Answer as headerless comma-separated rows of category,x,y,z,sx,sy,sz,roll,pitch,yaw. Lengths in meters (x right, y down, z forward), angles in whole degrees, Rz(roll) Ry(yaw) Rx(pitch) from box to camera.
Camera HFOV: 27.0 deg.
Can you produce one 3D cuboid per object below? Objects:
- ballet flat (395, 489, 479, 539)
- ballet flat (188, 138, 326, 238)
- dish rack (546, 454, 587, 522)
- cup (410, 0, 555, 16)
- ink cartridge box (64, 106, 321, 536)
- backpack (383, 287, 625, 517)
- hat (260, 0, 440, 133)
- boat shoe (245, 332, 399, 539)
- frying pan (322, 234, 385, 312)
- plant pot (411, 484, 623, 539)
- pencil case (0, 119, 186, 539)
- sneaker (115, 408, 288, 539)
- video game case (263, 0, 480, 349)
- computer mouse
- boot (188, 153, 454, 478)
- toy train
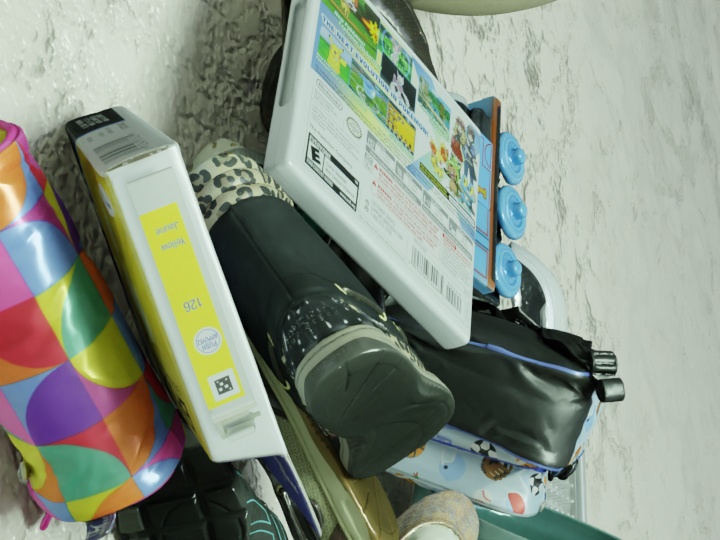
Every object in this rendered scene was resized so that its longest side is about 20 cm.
ballet flat,0.023,0.210,0.942,0.200,0.067,0.068,-41,103,-31
ballet flat,-0.071,-0.047,0.937,0.200,0.072,0.072,12,71,-67
dish rack,0.158,0.166,1.353,0.172,0.043,0.200,33,53,-58
cup,0.073,-0.282,1.192,0.143,0.200,0.201,-32,114,-32
ink cartridge box,-0.092,0.023,0.764,0.198,0.047,0.200,-148,-139,-70
backpack,0.091,0.089,1.087,0.190,0.200,0.154,-13,124,-70
hat,-0.021,-0.127,1.028,0.201,0.081,0.201,34,46,-44
boat shoe,-0.051,0.093,0.904,0.200,0.065,0.073,60,11,11
frying pan,-0.006,-0.007,0.967,0.115,0.031,0.190,55,35,-55
plant pot,0.113,0.247,1.096,0.200,0.200,0.134,17,93,-62
pencil case,-0.156,0.030,0.708,0.200,0.088,0.088,68,29,-24
sneaker,-0.083,0.153,0.852,0.079,0.075,0.200,-84,160,-59
video game case,0.015,-0.076,0.945,0.200,0.022,0.182,44,40,-39
computer mouse,0.157,0.072,1.260,0.110,0.044,0.200,-2,83,-80
boot,-0.024,0.028,0.843,0.154,0.073,0.204,53,-2,23
toy train,0.080,-0.056,1.221,0.114,0.087,0.200,38,49,-47
